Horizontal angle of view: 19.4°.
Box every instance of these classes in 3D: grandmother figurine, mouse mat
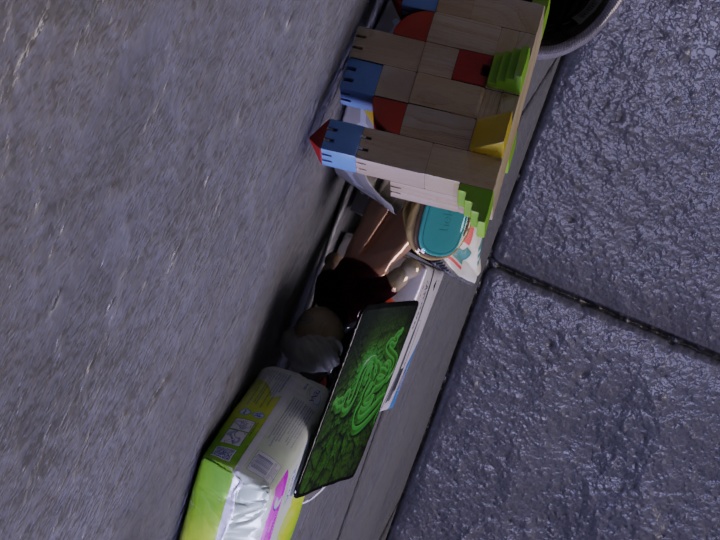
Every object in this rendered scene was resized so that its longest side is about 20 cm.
[{"bbox_3d":[0.000,0.000,1.738,0.200,0.061,0.121,-56,-161,-18],"label":"grandmother figurine"},{"bbox_3d":[-0.001,0.100,1.697,0.200,0.007,0.162,-4,115,-77],"label":"mouse mat"}]

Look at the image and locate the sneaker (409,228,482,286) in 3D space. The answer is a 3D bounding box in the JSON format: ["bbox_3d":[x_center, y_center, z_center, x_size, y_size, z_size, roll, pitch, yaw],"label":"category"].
[{"bbox_3d":[0.093,-0.044,1.939,0.094,0.070,0.200,-60,172,2],"label":"sneaker"}]

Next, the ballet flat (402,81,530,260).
[{"bbox_3d":[0.076,-0.107,1.641,0.063,0.068,0.201,-121,-130,-63],"label":"ballet flat"}]

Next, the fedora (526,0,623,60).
[{"bbox_3d":[0.137,-0.276,1.742,0.176,0.200,0.090,-31,-149,-2],"label":"fedora"}]

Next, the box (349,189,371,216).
[{"bbox_3d":[0.058,-0.141,1.865,0.158,0.050,0.201,-30,142,-81],"label":"box"}]

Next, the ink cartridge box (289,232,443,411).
[{"bbox_3d":[0.008,0.050,1.924,0.200,0.084,0.145,12,99,-83],"label":"ink cartridge box"}]

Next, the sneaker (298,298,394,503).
[{"bbox_3d":[-0.030,0.111,1.784,0.082,0.077,0.201,-76,-170,-80],"label":"sneaker"}]

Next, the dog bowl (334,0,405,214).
[{"bbox_3d":[0.038,-0.147,1.648,0.200,0.058,0.201,21,90,-84],"label":"dog bowl"}]

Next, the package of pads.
[{"bbox_3d":[-0.091,0.191,1.647,0.155,0.068,0.201,-57,168,-57],"label":"package of pads"}]

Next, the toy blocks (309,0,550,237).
[{"bbox_3d":[0.047,-0.128,1.501,0.100,0.136,0.201,86,20,-67],"label":"toy blocks"}]
